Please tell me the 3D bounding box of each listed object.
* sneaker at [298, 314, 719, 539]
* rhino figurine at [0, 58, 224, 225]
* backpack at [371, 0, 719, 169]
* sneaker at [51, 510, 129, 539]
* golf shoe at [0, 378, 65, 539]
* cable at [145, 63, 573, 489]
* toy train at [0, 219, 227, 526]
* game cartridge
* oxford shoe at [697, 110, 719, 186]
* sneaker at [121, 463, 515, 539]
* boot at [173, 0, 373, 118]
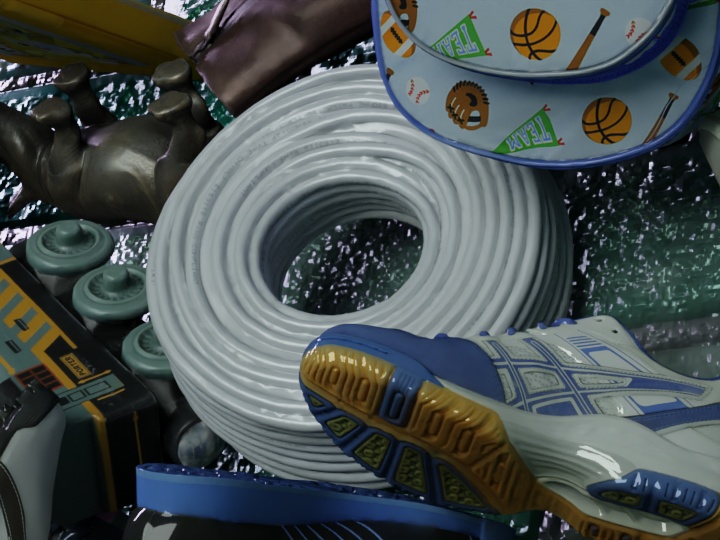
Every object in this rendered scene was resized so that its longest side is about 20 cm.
[{"bbox_3d":[0.074,0.056,1.076,0.075,0.199,0.088,114,175,-56],"label":"sneaker"},{"bbox_3d":[-0.140,-0.061,1.354,0.199,0.088,0.060,3,39,41],"label":"rhino figurine"},{"bbox_3d":[0.089,-0.139,1.097,0.199,0.154,0.191,6,106,22],"label":"backpack"},{"bbox_3d":[-0.142,0.142,1.242,0.200,0.082,0.070,20,80,43],"label":"sneaker"},{"bbox_3d":[-0.152,0.152,1.144,0.078,0.094,0.201,130,156,-75],"label":"golf shoe"},{"bbox_3d":[0.000,0.000,1.182,0.200,0.069,0.200,-32,55,-4],"label":"cable"},{"bbox_3d":[-0.148,0.047,1.270,0.114,0.085,0.200,-21,39,-26],"label":"toy train"},{"bbox_3d":[-0.203,-0.141,1.365,0.176,0.200,0.033,9,88,42],"label":"game cartridge"},{"bbox_3d":[0.184,0.011,1.059,0.058,0.075,0.200,-37,54,13],"label":"oxford shoe"},{"bbox_3d":[-0.019,0.130,1.083,0.070,0.199,0.078,7,87,53],"label":"sneaker"},{"bbox_3d":[0.003,-0.127,1.267,0.166,0.072,0.200,-41,33,-2],"label":"boot"}]
